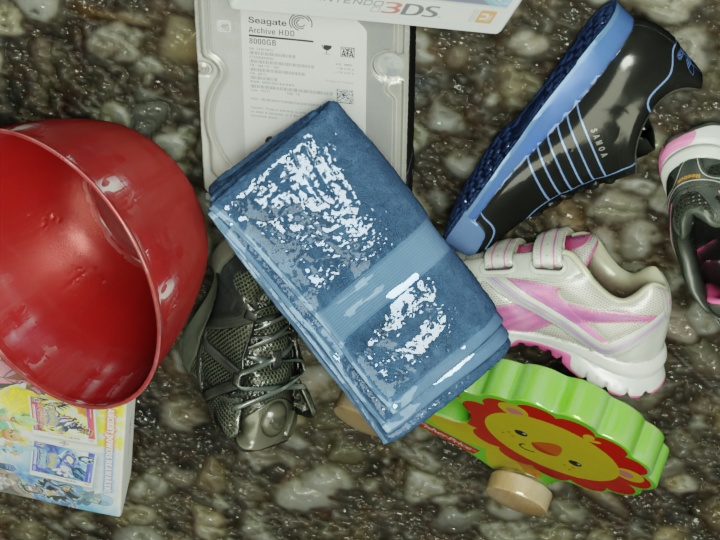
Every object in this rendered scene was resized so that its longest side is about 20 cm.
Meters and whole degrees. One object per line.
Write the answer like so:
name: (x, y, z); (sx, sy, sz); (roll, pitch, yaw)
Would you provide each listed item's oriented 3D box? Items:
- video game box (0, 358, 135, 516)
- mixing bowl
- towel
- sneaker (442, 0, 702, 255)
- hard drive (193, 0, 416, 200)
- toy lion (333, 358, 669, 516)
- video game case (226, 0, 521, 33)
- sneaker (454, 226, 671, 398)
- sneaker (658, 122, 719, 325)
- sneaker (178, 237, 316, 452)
video game box: (-0.254, 0.098, 1.580); (0.181, 0.047, 0.200); (14, 145, 1)
mixing bowl: (-0.173, -0.022, 1.432); (0.199, 0.108, 0.201); (23, 130, 30)
towel: (0.000, 0.000, 1.374); (0.111, 0.049, 0.200); (-37, 99, 2)
sneaker: (0.130, -0.072, 1.366); (0.078, 0.070, 0.200); (33, 121, -9)
hard drive: (-0.034, -0.124, 1.387); (0.139, 0.038, 0.201); (6, 129, 6)
toy lion: (0.100, 0.098, 1.467); (0.199, 0.069, 0.192); (27, 160, -10)
video game case: (0.039, -0.208, 1.229); (0.181, 0.023, 0.200); (2, 146, -25)
sneaker: (0.118, 0.006, 1.443); (0.199, 0.081, 0.089); (18, 116, 0)
sneaker: (0.241, 0.008, 1.407); (0.080, 0.087, 0.200); (-21, 123, 28)
sneaker: (-0.061, 0.045, 1.463); (0.076, 0.115, 0.200); (-11, 149, -30)
